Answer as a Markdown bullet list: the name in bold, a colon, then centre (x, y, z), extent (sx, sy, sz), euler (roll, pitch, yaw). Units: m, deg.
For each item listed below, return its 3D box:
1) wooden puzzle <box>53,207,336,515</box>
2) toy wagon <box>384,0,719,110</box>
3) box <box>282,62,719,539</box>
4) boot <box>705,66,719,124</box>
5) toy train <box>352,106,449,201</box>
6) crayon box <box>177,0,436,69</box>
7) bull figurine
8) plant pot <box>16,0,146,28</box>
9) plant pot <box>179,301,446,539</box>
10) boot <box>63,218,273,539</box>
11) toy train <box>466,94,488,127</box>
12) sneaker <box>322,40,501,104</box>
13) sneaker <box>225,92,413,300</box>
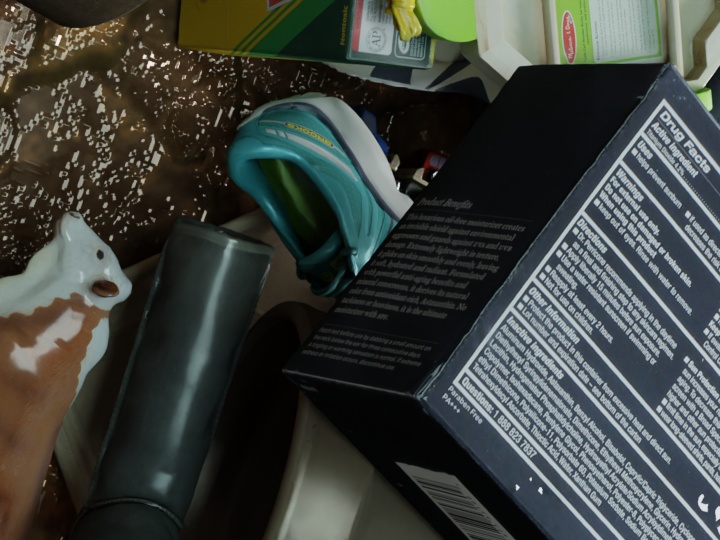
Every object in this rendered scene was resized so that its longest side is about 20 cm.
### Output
- **wooden puzzle**: centre (-0.082, 0.077, 1.330), extent (0.185, 0.037, 0.200), euler (-25, 112, -23)
- **toy wagon**: centre (0.100, -0.146, 1.195), extent (0.200, 0.040, 0.155), euler (-9, 101, -20)
- **box**: centre (0.109, 0.041, 1.132), extent (0.200, 0.123, 0.198), euler (48, 70, -26)
- **boot**: centre (0.214, -0.091, 1.398), extent (0.073, 0.182, 0.200), euler (35, 78, 17)
- **toy train**: centre (0.042, -0.045, 1.375), extent (0.200, 0.034, 0.046), euler (27, 78, -28)
- **crayon box**: centre (-0.022, -0.207, 1.243), extent (0.058, 0.172, 0.200), euler (4, 94, -34)
- **bull figurine**: centre (-0.192, 0.061, 1.225), extent (0.121, 0.065, 0.200), euler (14, 108, -13)
- **plant pot**: centre (-0.167, -0.221, 1.180), extent (0.187, 0.187, 0.200), euler (-48, 128, -14)
- **plant pot**: centre (0.009, 0.137, 1.236), extent (0.174, 0.200, 0.200), euler (21, 87, -17)
- **boot**: centre (-0.093, 0.078, 1.199), extent (0.073, 0.182, 0.200), euler (25, 94, -18)
- **toy train**: centre (0.114, -0.140, 1.363), extent (0.114, 0.087, 0.200), euler (-16, 104, -37)
- **sneaker**: centre (0.057, -0.157, 1.281), extent (0.079, 0.199, 0.130), euler (-10, 117, -53)
- **sneaker**: centre (0.000, 0.000, 1.271), extent (0.200, 0.077, 0.080), euler (50, 34, 2)
